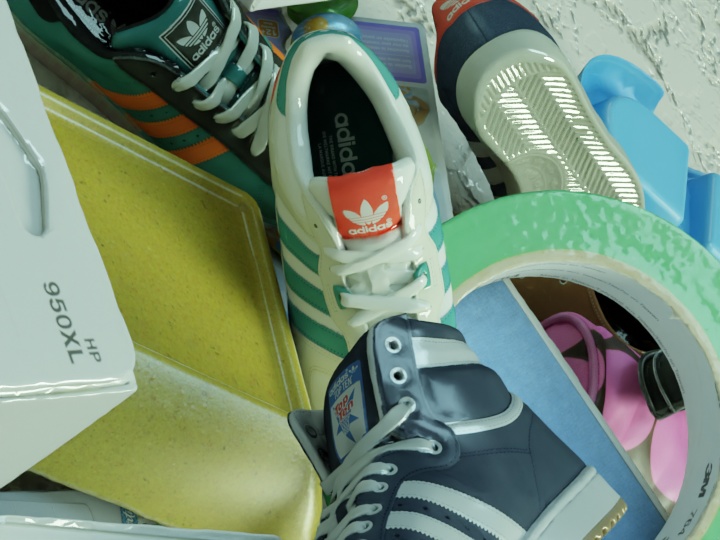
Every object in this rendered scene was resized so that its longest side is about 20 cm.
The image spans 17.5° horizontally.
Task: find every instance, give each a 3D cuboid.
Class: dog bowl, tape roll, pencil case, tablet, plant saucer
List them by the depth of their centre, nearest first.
[{"bbox_3d":[-0.096,0.004,0.904,0.199,0.048,0.201,26,30,-33],"label":"plant saucer"},{"bbox_3d":[0.082,0.069,0.996,0.199,0.048,0.202,2,81,-12],"label":"tape roll"},{"bbox_3d":[0.064,0.113,1.019,0.130,0.014,0.201,-34,91,-15],"label":"tablet"},{"bbox_3d":[0.144,0.107,1.122,0.200,0.091,0.094,33,24,-32],"label":"pencil case"},{"bbox_3d":[0.174,-0.031,1.305,0.200,0.049,0.112,39,37,-22],"label":"dog bowl"}]

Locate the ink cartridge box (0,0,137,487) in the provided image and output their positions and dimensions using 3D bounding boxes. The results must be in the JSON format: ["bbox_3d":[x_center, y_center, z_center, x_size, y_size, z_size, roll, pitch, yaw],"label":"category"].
[{"bbox_3d":[-0.177,0.016,0.703,0.084,0.200,0.145,-2,64,-52],"label":"ink cartridge box"}]

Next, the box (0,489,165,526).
[{"bbox_3d":[-0.092,0.155,0.835,0.199,0.041,0.157,4,60,-50],"label":"box"}]

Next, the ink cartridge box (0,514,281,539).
[{"bbox_3d":[-0.069,0.188,0.726,0.146,0.086,0.201,12,53,-46],"label":"ink cartridge box"}]

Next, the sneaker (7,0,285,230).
[{"bbox_3d":[-0.071,-0.085,0.988,0.199,0.080,0.072,34,73,-8],"label":"sneaker"}]

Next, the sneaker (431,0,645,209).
[{"bbox_3d":[0.085,-0.071,1.168,0.085,0.075,0.200,61,-3,38],"label":"sneaker"}]

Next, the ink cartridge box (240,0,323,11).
[{"bbox_3d":[-0.054,-0.221,1.106,0.200,0.084,0.146,48,32,18],"label":"ink cartridge box"}]

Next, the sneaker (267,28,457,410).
[{"bbox_3d":[0.000,-0.001,0.918,0.093,0.070,0.201,82,-3,-80],"label":"sneaker"}]

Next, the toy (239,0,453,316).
[{"bbox_3d":[-0.006,-0.053,1.073,0.114,0.047,0.201,5,52,-19],"label":"toy"}]

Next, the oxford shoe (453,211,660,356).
[{"bbox_3d":[0.075,0.002,1.134,0.199,0.071,0.072,28,45,-21],"label":"oxford shoe"}]

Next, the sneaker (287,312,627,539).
[{"bbox_3d":[0.004,0.086,0.773,0.109,0.070,0.200,50,36,6],"label":"sneaker"}]

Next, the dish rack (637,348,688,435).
[{"bbox_3d":[0.219,0.116,1.095,0.153,0.054,0.201,-5,69,-55],"label":"dish rack"}]
